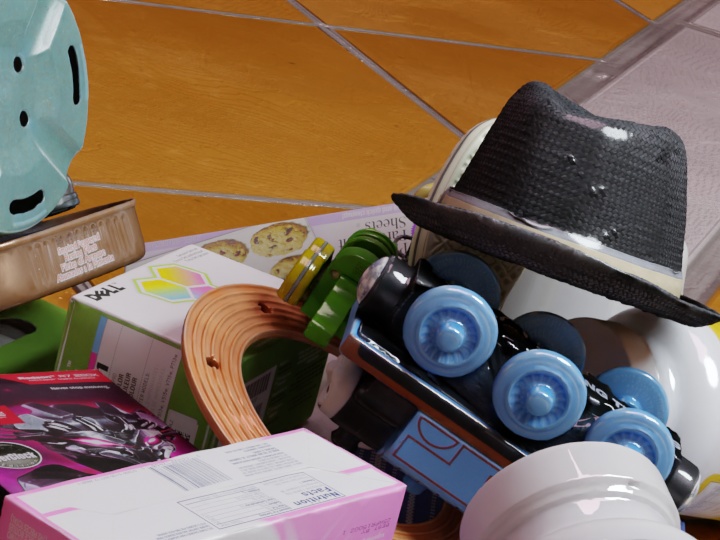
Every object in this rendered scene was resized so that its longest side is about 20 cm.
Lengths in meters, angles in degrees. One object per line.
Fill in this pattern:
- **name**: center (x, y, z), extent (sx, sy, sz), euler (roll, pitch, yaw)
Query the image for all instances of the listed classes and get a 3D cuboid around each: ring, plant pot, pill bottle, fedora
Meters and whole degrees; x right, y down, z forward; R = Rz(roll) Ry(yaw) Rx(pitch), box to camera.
- **ring**: center (-0.012, 0.085, 1.331), extent (0.200, 0.019, 0.201), euler (32, 26, -17)
- **plant pot**: center (-0.269, -0.097, 1.432), extent (0.196, 0.201, 0.200), euler (4, 12, 28)
- **pill bottle**: center (0.107, 0.175, 1.070), extent (0.116, 0.116, 0.200), euler (7, 41, -22)
- **pill bottle**: center (0.183, 0.080, 1.443), extent (0.200, 0.112, 0.112), euler (13, 15, -44)
- **fedora**: center (0.113, -0.040, 1.333), extent (0.200, 0.092, 0.201), euler (21, 3, -1)

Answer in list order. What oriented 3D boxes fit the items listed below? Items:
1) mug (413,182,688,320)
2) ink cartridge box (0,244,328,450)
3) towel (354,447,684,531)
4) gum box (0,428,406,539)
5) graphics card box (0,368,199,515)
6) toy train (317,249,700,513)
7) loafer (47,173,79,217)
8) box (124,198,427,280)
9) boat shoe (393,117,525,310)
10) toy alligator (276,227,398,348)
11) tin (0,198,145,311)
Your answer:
- **mug**: center (0.106, 0.021, 1.538), extent (0.186, 0.154, 0.149), euler (15, 19, 0)
- **ink cartridge box**: center (-0.134, 0.031, 1.442), extent (0.200, 0.076, 0.148), euler (23, 20, 17)
- **towel**: center (0.080, 0.149, 1.366), extent (0.199, 0.024, 0.145), euler (13, 21, -1)
- **gum box**: center (-0.070, 0.143, 1.114), extent (0.066, 0.114, 0.200), euler (27, 22, 34)
- **graphics card box**: center (-0.136, 0.107, 1.251), extent (0.125, 0.051, 0.200), euler (-1, 22, -36)
- **toy train**: center (0.069, 0.077, 1.290), extent (0.200, 0.114, 0.087), euler (34, 17, -7)
- **loafer**: center (-0.241, -0.062, 1.541), extent (0.200, 0.073, 0.073), euler (5, 15, 44)
- **box**: center (-0.041, -0.005, 1.532), extent (0.199, 0.042, 0.039), euler (-8, -23, 11)
- **boat shoe**: center (0.050, 0.007, 1.463), extent (0.074, 0.201, 0.062), euler (9, 15, -23)
- **toy alligator**: center (0.000, 0.000, 1.399), extent (0.059, 0.054, 0.200), euler (35, 11, 0)
- **tin**: center (-0.195, -0.001, 1.432), extent (0.112, 0.042, 0.200), euler (-17, 3, 30)
